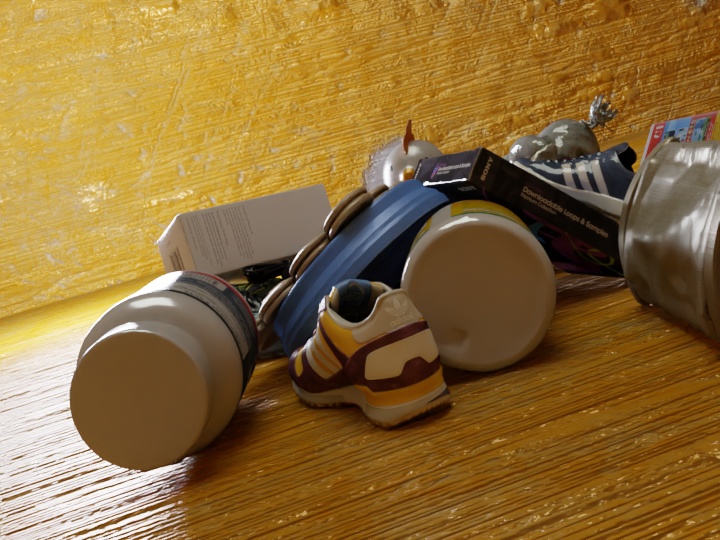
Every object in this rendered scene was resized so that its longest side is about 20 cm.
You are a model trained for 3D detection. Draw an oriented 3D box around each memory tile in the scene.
[{"bbox_3d":[-0.036,-0.001,0.817,0.201,0.017,0.153,-51,-11,21],"label":"memory tile"}]

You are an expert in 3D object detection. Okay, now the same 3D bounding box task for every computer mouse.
[{"bbox_3d":[-0.024,0.006,1.013,0.198,0.047,0.139,-3,6,42],"label":"computer mouse"}]

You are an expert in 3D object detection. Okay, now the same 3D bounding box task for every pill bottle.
[{"bbox_3d":[-0.141,0.071,0.666,0.117,0.122,0.200,-15,7,1],"label":"pill bottle"},{"bbox_3d":[0.091,0.003,0.724,0.111,0.115,0.200,-14,7,7],"label":"pill bottle"}]

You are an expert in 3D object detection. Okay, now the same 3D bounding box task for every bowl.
[{"bbox_3d":[0.000,0.000,0.811,0.201,0.039,0.201,-45,-10,-10],"label":"bowl"}]

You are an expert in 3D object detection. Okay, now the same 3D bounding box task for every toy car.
[{"bbox_3d":[0.079,-0.108,1.264,0.181,0.204,0.177,-13,7,17],"label":"toy car"}]

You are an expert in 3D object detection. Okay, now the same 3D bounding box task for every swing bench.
[{"bbox_3d":[0.287,-0.046,0.611,0.196,0.132,0.199,-15,7,2],"label":"swing bench"}]

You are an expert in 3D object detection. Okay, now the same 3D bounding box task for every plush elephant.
[{"bbox_3d":[0.275,-0.117,1.222,0.201,0.163,0.156,120,174,-53],"label":"plush elephant"}]

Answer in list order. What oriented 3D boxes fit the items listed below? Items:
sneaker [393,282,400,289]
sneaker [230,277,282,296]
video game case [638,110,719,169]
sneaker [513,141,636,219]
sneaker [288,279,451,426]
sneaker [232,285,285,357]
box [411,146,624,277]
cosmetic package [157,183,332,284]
[{"bbox_3d":[0.055,0.004,0.988,0.079,0.071,0.200,-26,8,-15],"label":"sneaker"},{"bbox_3d":[-0.121,0.040,1.055,0.083,0.076,0.200,-11,8,26],"label":"sneaker"},{"bbox_3d":[0.323,-0.081,0.837,0.017,0.145,0.199,21,-8,-22],"label":"video game case"},{"bbox_3d":[0.277,-0.116,1.072,0.198,0.086,0.075,23,6,31],"label":"sneaker"},{"bbox_3d":[-0.003,0.049,0.655,0.074,0.092,0.199,-19,8,-27],"label":"sneaker"},{"bbox_3d":[-0.117,0.053,0.936,0.196,0.081,0.075,-14,5,-5],"label":"sneaker"},{"bbox_3d":[0.155,-0.050,0.836,0.198,0.037,0.143,28,-6,-16],"label":"box"},{"bbox_3d":[-0.135,-0.034,1.116,0.197,0.086,0.107,-17,-9,-32],"label":"cosmetic package"}]
